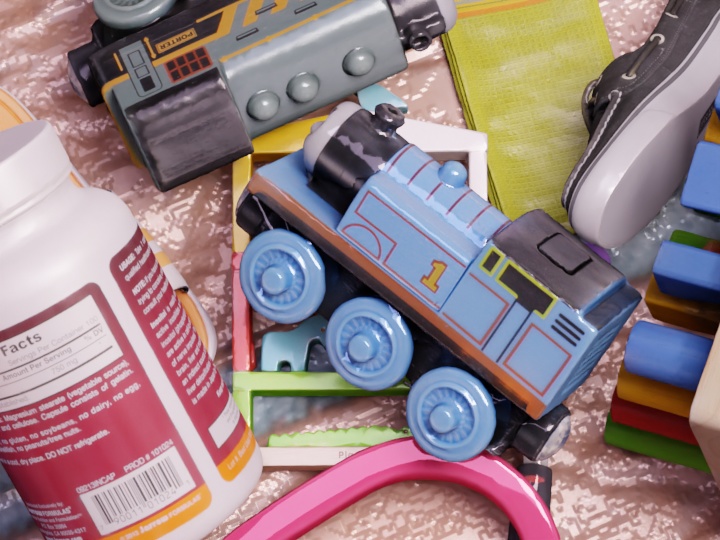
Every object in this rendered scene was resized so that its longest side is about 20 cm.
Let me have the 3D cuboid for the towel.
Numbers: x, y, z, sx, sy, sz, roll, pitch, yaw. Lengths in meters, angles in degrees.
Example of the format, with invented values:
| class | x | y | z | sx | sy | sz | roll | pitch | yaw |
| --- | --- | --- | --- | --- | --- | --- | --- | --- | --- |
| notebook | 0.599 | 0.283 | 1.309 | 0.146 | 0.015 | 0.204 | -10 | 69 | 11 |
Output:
| class | x | y | z | sx | sy | sz | roll | pitch | yaw |
| --- | --- | --- | --- | --- | --- | --- | --- | --- | --- |
| towel | 0.089 | -0.113 | 1.473 | 0.086 | 0.018 | 0.201 | -14 | 74 | -3 |

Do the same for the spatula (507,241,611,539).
| class | x | y | z | sx | sy | sz | roll | pitch | yaw |
| --- | --- | --- | --- | --- | --- | --- | --- | --- | --- |
| spatula | 0.088 | 0.083 | 1.411 | 0.056 | 0.021 | 0.201 | 7 | 74 | 2 |

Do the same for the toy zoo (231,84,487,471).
| class | x | y | z | sx | sy | sz | roll | pitch | yaw |
| --- | --- | --- | --- | --- | --- | --- | --- | --- | --- |
| toy zoo | 0.000 | 0.000 | 1.428 | 0.130 | 0.020 | 0.201 | -1 | 78 | 1 |

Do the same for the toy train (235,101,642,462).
| class | x | y | z | sx | sy | sz | roll | pitch | yaw |
| --- | --- | --- | --- | --- | --- | --- | --- | --- | --- |
| toy train | 0.032 | 0.003 | 1.355 | 0.200 | 0.087 | 0.115 | 39 | 115 | 12 |

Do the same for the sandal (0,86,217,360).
| class | x | y | z | sx | sy | sz | roll | pitch | yaw |
| --- | --- | --- | --- | --- | --- | --- | --- | --- | --- |
| sandal | -0.156 | -0.018 | 1.425 | 0.079 | 0.059 | 0.207 | -39 | 77 | -10 |

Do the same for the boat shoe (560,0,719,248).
| class | x | y | z | sx | sy | sz | roll | pitch | yaw |
| --- | --- | --- | --- | --- | --- | --- | --- | --- | --- |
| boat shoe | 0.143 | -0.080 | 1.412 | 0.056 | 0.069 | 0.200 | 24 | 44 | 18 |

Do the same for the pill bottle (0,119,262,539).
| class | x | y | z | sx | sy | sz | roll | pitch | yaw |
| --- | --- | --- | --- | --- | --- | --- | --- | --- | --- |
| pill bottle | -0.137 | 0.035 | 1.340 | 0.113 | 0.113 | 0.201 | -29 | 106 | -8 |

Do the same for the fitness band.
| class | x | y | z | sx | sy | sz | roll | pitch | yaw |
| --- | --- | --- | --- | --- | --- | --- | --- | --- | --- |
| fitness band | 0.006 | 0.167 | 1.370 | 0.199 | 0.037 | 0.144 | -31 | 78 | -3 |

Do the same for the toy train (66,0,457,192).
| class | x | y | z | sx | sy | sz | roll | pitch | yaw |
| --- | --- | --- | --- | --- | --- | --- | --- | --- | --- |
| toy train | -0.048 | -0.118 | 1.427 | 0.199 | 0.085 | 0.114 | -23 | 47 | -4 |

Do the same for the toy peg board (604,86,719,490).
| class | x | y | z | sx | sy | sz | roll | pitch | yaw |
| --- | --- | --- | --- | --- | --- | --- | --- | --- | --- |
| toy peg board | 0.174 | 0.005 | 1.352 | 0.097 | 0.199 | 0.201 | 14 | 73 | 21 |
